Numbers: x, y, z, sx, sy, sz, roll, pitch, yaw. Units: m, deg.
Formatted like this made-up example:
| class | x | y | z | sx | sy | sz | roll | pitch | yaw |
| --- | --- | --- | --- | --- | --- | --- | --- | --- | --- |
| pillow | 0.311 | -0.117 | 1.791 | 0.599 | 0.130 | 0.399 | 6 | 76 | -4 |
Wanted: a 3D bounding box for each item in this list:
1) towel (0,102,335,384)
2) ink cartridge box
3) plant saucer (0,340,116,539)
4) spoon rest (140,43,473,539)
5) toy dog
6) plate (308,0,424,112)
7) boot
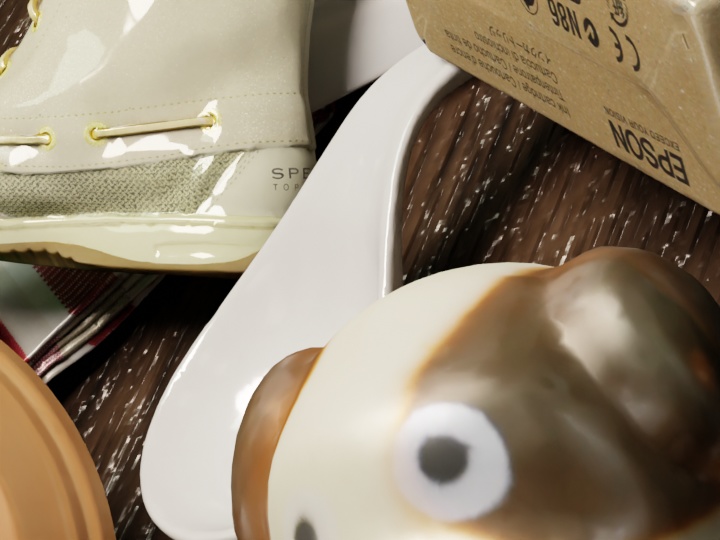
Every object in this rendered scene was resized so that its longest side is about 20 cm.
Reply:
| class | x | y | z | sx | sy | sz | roll | pitch | yaw |
| --- | --- | --- | --- | --- | --- | --- | --- | --- | --- |
| towel | -0.104 | -0.016 | 1.050 | 0.200 | 0.023 | 0.144 | -45 | 29 | -2 |
| ink cartridge box | 0.116 | -0.102 | 0.793 | 0.164 | 0.075 | 0.200 | -27 | 28 | -14 |
| plant saucer | -0.173 | 0.098 | 0.849 | 0.200 | 0.200 | 0.037 | -46 | -8 | -2 |
| spoon rest | 0.000 | 0.000 | 0.871 | 0.200 | 0.061 | 0.099 | -53 | 32 | -14 |
| toy dog | 0.065 | 0.081 | 0.567 | 0.139 | 0.200 | 0.194 | -11 | 45 | 42 |
| plate | -0.025 | -0.118 | 1.037 | 0.200 | 0.032 | 0.200 | -25 | 30 | 23 |
| boot | -0.103 | -0.079 | 0.958 | 0.199 | 0.072 | 0.155 | 6 | 91 | 19 |
